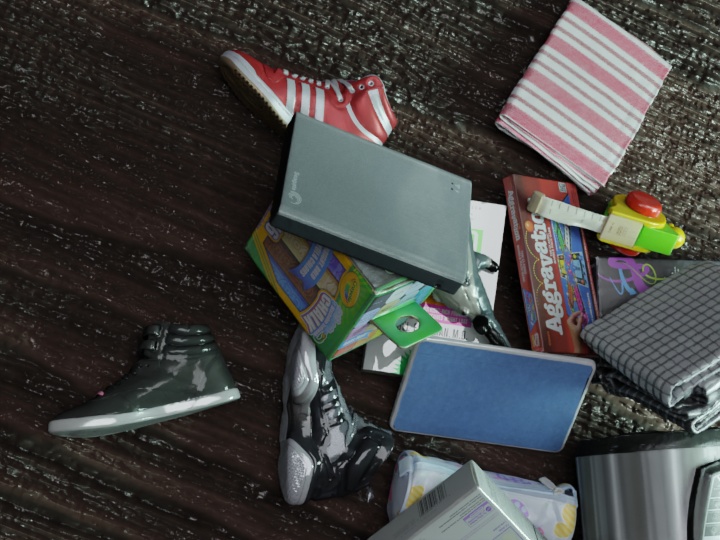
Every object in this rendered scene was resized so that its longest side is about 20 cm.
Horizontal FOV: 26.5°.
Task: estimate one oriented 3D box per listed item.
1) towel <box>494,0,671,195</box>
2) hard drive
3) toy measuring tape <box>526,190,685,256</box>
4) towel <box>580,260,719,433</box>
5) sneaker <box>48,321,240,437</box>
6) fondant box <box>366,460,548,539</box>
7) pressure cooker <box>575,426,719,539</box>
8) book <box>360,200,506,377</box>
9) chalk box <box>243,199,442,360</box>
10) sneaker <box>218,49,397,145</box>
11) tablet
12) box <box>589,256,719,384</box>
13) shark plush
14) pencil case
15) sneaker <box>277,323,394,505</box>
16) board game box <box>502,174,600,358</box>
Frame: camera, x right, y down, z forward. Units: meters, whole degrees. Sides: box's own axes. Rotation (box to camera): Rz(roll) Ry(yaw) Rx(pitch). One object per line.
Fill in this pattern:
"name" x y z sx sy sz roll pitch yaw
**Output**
"towel" 0.254 -0.201 1.740 0.146 0.030 0.200 36 68 -7
"hard drive" 0.013 -0.067 1.512 0.199 0.033 0.140 20 48 -15
"toy measuring tape" 0.270 -0.062 1.699 0.199 0.074 0.074 15 78 -17
"towel" 0.359 0.082 1.612 0.200 0.166 0.086 -29 122 -19
"sneaker" -0.230 0.109 1.564 0.199 0.071 0.100 -13 82 -21
"fondant box" 0.122 0.312 1.561 0.144 0.058 0.200 -39 109 11
"pressure cooker" 0.320 0.269 1.612 0.175 0.179 0.201 -4 82 7
"book" 0.079 0.020 1.663 0.133 0.048 0.201 9 80 -6
"chalk box" 0.000 0.000 1.562 0.124 0.124 0.200 -22 68 -41
"sneaker" -0.051 -0.193 1.649 0.200 0.071 0.113 41 79 -12
"tablet" 0.140 0.133 1.632 0.199 0.014 0.130 9 123 -11
"box" 0.355 0.058 1.723 0.199 0.036 0.144 2 80 -14
"shark plush" 0.118 -0.004 1.617 0.083 0.091 0.200 -25 75 -38
"pencil case" 0.128 0.247 1.609 0.199 0.091 0.083 12 54 -9
"sneaker" -0.023 0.147 1.603 0.113 0.075 0.201 5 85 -13
"board game box" 0.212 -0.004 1.671 0.103 0.019 0.201 4 70 -39
